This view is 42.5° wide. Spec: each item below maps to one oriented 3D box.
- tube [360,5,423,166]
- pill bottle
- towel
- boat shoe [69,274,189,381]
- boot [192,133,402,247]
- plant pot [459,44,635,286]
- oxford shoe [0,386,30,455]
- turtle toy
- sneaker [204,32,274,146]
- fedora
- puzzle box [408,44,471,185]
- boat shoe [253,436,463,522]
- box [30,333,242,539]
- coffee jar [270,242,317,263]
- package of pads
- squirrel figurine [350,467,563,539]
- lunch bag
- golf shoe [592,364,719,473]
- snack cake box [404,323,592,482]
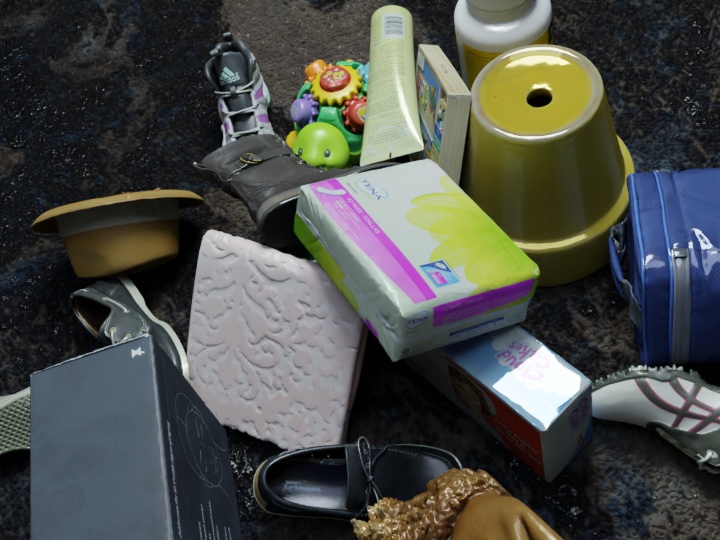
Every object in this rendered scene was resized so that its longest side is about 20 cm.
[{"bbox_3d":[0.035,-0.209,1.053,0.051,0.058,0.203,12,59,-20],"label":"tube"},{"bbox_3d":[0.165,-0.262,1.056,0.110,0.201,0.113,-7,54,9],"label":"pill bottle"},{"bbox_3d":[-0.086,0.075,0.916,0.198,0.032,0.194,17,105,25],"label":"towel"},{"bbox_3d":[-0.247,0.077,0.991,0.067,0.073,0.200,-8,36,-40],"label":"boat shoe"},{"bbox_3d":[-0.061,-0.105,0.978,0.198,0.070,0.174,-15,36,-23],"label":"boot"},{"bbox_3d":[0.185,-0.117,0.956,0.198,0.190,0.203,-6,55,9],"label":"plant pot"},{"bbox_3d":[-0.356,0.157,0.981,0.197,0.076,0.058,-16,17,1],"label":"oxford shoe"},{"bbox_3d":[-0.027,-0.180,1.107,0.144,0.102,0.202,4,57,17],"label":"turtle toy"},{"bbox_3d":[-0.154,-0.209,1.135,0.077,0.141,0.202,-17,53,1],"label":"sneaker"},{"bbox_3d":[-0.272,-0.038,1.059,0.197,0.201,0.083,-10,89,7],"label":"fedora"},{"bbox_3d":[0.081,-0.154,1.000,0.025,0.135,0.201,2,26,-6],"label":"puzzle box"},{"bbox_3d":[-0.001,0.193,0.846,0.197,0.062,0.076,0,68,-2],"label":"boat shoe"},{"bbox_3d":[-0.192,0.202,0.821,0.122,0.198,0.202,-17,52,1],"label":"box"},{"bbox_3d":[0.000,0.000,0.974,0.197,0.087,0.104,-13,14,6],"label":"coffee jar"},{"bbox_3d":[0.049,-0.019,0.837,0.153,0.069,0.200,-14,44,-27],"label":"package of pads"},{"bbox_3d":[0.079,0.271,0.760,0.187,0.142,0.200,-46,52,-5],"label":"squirrel figurine"},{"bbox_3d":[0.303,-0.011,0.869,0.130,0.137,0.201,-2,34,11],"label":"lunch bag"},{"bbox_3d":[0.295,0.133,0.825,0.197,0.077,0.089,-1,70,20],"label":"golf shoe"},{"bbox_3d":[0.121,0.093,0.869,0.067,0.116,0.199,-40,56,-16],"label":"snack cake box"}]
